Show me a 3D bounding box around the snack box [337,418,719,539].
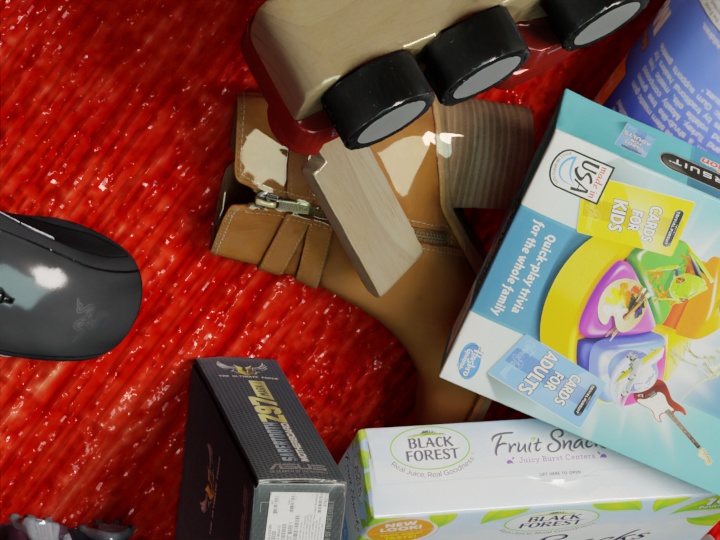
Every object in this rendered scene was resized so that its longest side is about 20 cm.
[{"bbox_3d":[0.083,0.122,1.482,0.198,0.142,0.053,-3,66,-14],"label":"snack box"}]

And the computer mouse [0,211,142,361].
[{"bbox_3d":[-0.211,0.026,1.413,0.199,0.046,0.141,22,101,-22],"label":"computer mouse"}]

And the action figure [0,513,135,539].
[{"bbox_3d":[-0.156,0.228,1.457,0.133,0.149,0.201,15,92,-26],"label":"action figure"}]

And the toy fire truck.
[{"bbox_3d":[0.033,-0.089,1.334,0.175,0.200,0.129,-26,79,-18],"label":"toy fire truck"}]

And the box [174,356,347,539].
[{"bbox_3d":[-0.058,0.164,1.446,0.051,0.158,0.201,2,110,-15],"label":"box"}]

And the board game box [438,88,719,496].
[{"bbox_3d":[0.158,0.022,1.381,0.199,0.047,0.152,23,121,-2],"label":"board game box"}]

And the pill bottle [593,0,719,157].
[{"bbox_3d":[0.182,-0.082,1.425,0.111,0.112,0.200,22,125,-21],"label":"pill bottle"}]

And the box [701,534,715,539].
[{"bbox_3d":[0.162,0.285,1.530,0.198,0.200,0.172,-25,113,-6],"label":"box"}]

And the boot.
[{"bbox_3d":[0.000,0.000,1.450,0.154,0.077,0.201,3,120,-9],"label":"boot"}]
